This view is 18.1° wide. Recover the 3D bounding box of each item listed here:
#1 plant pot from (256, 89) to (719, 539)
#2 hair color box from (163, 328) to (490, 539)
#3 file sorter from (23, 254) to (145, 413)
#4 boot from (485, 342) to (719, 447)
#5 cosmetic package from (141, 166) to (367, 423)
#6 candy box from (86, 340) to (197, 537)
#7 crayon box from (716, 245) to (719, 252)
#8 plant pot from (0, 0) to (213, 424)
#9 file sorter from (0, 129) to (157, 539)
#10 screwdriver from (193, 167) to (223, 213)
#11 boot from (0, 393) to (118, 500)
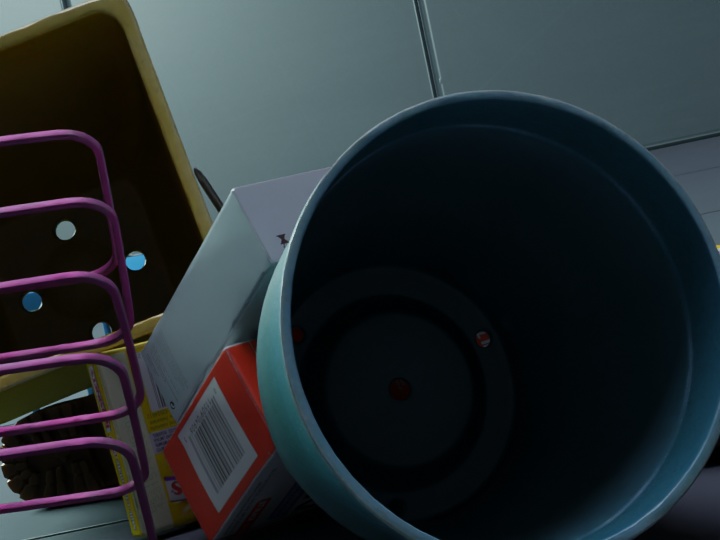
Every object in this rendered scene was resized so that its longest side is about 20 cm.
[{"bbox_3d":[0.039,0.043,1.019,0.199,0.201,0.188,-14,-8,-19],"label":"plant pot"},{"bbox_3d":[0.008,0.067,1.190,0.199,0.064,0.111,-17,-24,-33],"label":"hair color box"},{"bbox_3d":[-0.120,0.049,1.554,0.199,0.124,0.139,-9,6,22],"label":"file sorter"},{"bbox_3d":[0.175,0.047,1.178,0.199,0.077,0.168,-9,6,19],"label":"boot"},{"bbox_3d":[0.000,0.000,1.186,0.199,0.052,0.151,-14,-25,-34],"label":"cosmetic package"},{"bbox_3d":[-0.046,0.072,1.264,0.199,0.103,0.026,-14,-1,-25],"label":"candy box"},{"bbox_3d":[0.247,0.018,1.439,0.125,0.052,0.200,-15,7,-29],"label":"crayon box"},{"bbox_3d":[-0.182,-0.016,1.355,0.194,0.195,0.200,-22,-13,0],"label":"plant pot"},{"bbox_3d":[-0.174,0.047,1.136,0.125,0.201,0.139,-8,-35,-4],"label":"file sorter"},{"bbox_3d":[-0.046,0.024,1.317,0.029,0.200,0.028,-28,17,29],"label":"screwdriver"},{"bbox_3d":[-0.114,0.091,1.404,0.199,0.076,0.107,-11,1,20],"label":"boot"}]
